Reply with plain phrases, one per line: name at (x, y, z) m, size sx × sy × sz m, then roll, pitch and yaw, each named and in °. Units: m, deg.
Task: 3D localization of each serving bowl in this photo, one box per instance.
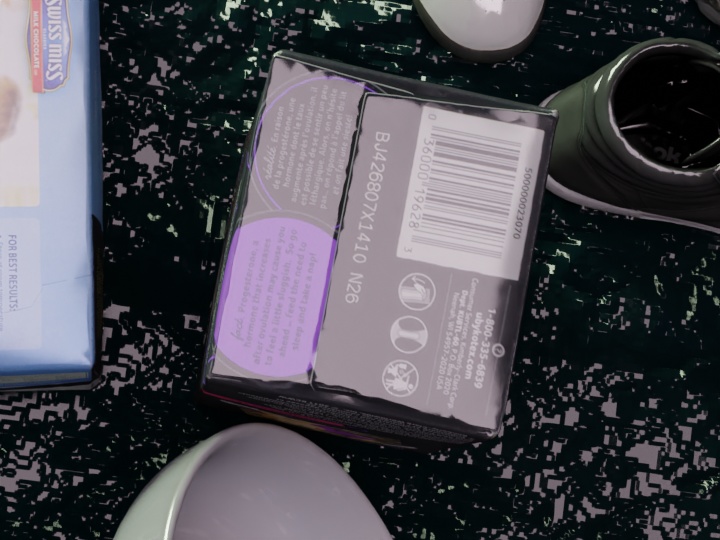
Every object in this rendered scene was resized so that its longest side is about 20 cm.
serving bowl at (-0.042, 0.162, 0.961) m, size 0.066 × 0.200 × 0.200 m, roll -18°, pitch 87°, yaw 26°

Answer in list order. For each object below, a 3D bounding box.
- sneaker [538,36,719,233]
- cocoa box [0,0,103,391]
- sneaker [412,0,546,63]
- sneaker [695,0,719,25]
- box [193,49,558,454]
sneaker at (0.174, -0.048, 1.029) m, size 0.200 × 0.099 × 0.071 m, roll 6°, pitch 83°, yaw -6°
cocoa box at (-0.167, -0.054, 0.980) m, size 0.133 × 0.131 × 0.200 m, roll -1°, pitch 85°, yaw -6°
sneaker at (0.052, -0.191, 1.025) m, size 0.067 × 0.108 × 0.202 m, roll 2°, pitch 85°, yaw -5°
sneaker at (0.156, -0.207, 1.061) m, size 0.099 × 0.078 × 0.200 m, roll -23°, pitch 97°, yaw -14°
box at (0.000, 0.000, 0.956) m, size 0.106 × 0.200 × 0.122 m, roll 12°, pitch 84°, yaw -4°
